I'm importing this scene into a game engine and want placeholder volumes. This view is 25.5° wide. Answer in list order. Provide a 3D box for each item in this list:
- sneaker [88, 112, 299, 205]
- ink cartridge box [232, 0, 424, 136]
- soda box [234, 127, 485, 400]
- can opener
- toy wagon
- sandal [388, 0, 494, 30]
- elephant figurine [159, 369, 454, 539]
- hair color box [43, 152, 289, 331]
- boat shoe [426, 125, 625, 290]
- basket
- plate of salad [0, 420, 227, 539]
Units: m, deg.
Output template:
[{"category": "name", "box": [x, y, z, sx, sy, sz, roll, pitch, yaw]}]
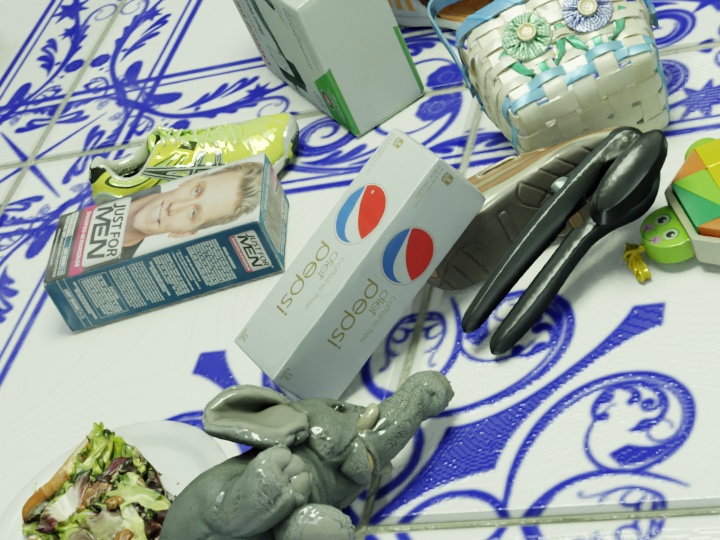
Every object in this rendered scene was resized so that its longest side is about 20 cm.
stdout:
[{"category": "sneaker", "box": [-0.149, -0.096, 1.423, 0.199, 0.077, 0.076, -26, 34, -2]}, {"category": "ink cartridge box", "box": [-0.042, -0.232, 1.467, 0.083, 0.147, 0.200, -35, 36, -10]}, {"category": "soda box", "box": [0.000, 0.000, 1.167, 0.201, 0.064, 0.068, -54, 39, 2]}, {"category": "can opener", "box": [0.145, -0.026, 1.150, 0.200, 0.079, 0.063, -47, 63, -1]}, {"category": "toy wagon", "box": [0.280, -0.050, 1.139, 0.199, 0.040, 0.156, -22, 36, 5]}, {"category": "sandal", "box": [0.083, -0.272, 1.514, 0.206, 0.059, 0.079, 18, 54, 44]}, {"category": "elephant figurine", "box": [-0.044, 0.137, 1.054, 0.142, 0.154, 0.200, -57, 7, 33]}, {"category": "hair color box", "box": [-0.164, -0.025, 1.357, 0.199, 0.061, 0.100, -16, 38, 12]}, {"category": "boat shoe", "box": [0.124, -0.061, 1.220, 0.199, 0.076, 0.072, -25, 34, -2]}, {"category": "basket", "box": [0.161, -0.190, 1.297, 0.175, 0.139, 0.201, -24, 46, 3]}, {"category": "plate of salad", "box": [-0.186, 0.176, 1.135, 0.199, 0.048, 0.201, -16, 37, 12]}]
